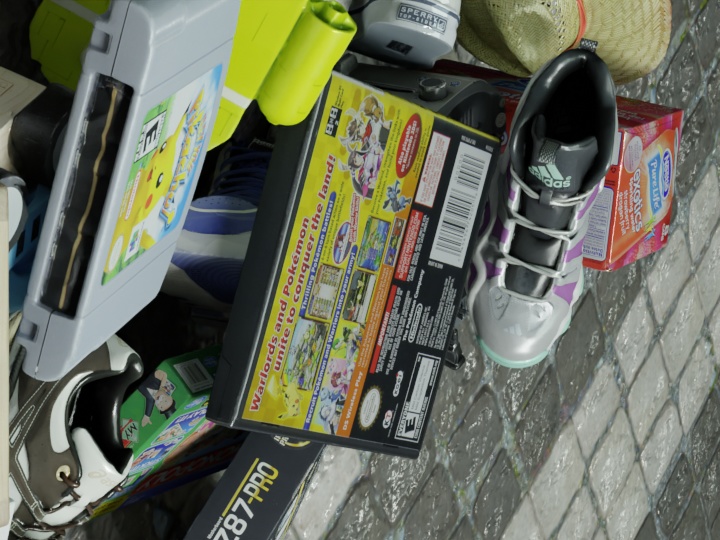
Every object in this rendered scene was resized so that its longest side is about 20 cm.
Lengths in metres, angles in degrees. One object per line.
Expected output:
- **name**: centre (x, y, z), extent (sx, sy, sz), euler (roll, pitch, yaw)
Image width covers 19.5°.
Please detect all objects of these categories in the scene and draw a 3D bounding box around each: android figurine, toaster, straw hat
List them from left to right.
- **android figurine**: centre (-0.097, -0.141, 1.092), extent (0.200, 0.181, 0.041), euler (-56, -171, 27)
- **toaster**: centre (0.017, -0.041, 1.350), extent (0.114, 0.129, 0.201), euler (-41, 139, -43)
- **straw hat**: centre (0.104, -0.182, 1.406), extent (0.085, 0.200, 0.202), euler (-45, 139, -29)

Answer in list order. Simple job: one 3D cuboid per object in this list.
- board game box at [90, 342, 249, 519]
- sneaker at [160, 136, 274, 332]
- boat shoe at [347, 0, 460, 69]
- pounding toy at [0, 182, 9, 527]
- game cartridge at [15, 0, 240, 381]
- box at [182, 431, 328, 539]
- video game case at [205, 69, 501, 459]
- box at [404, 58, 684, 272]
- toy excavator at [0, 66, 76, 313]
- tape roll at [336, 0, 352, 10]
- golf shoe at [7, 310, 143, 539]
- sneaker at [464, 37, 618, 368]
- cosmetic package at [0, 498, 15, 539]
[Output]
- **board game box**: centre (-0.088, 0.085, 1.256), extent (0.135, 0.029, 0.200), euler (-46, 164, 29)
- **sneaker**: centre (-0.072, -0.033, 1.250), extent (0.199, 0.080, 0.116), euler (73, 26, -76)
- **boat shoe**: centre (0.025, -0.178, 1.295), extent (0.202, 0.074, 0.087), euler (178, -71, -82)
- **pounding toy**: centre (-0.235, 0.041, 0.937), extent (0.142, 0.184, 0.201), euler (-15, 116, -43)
- **game cartridge**: centre (-0.112, -0.055, 1.038), extent (0.133, 0.040, 0.201), euler (-56, 165, -65)
- **box**: centre (-0.083, 0.177, 1.272), extent (0.162, 0.049, 0.200), euler (-60, 177, -29)
- **video game case**: centre (0.000, 0.000, 1.191), extent (0.180, 0.025, 0.201), euler (16, 89, -53)
- **box**: centre (0.109, -0.075, 1.430), extent (0.095, 0.199, 0.100), euler (-20, 119, -54)
- **toy excavator**: centre (-0.180, -0.027, 1.086), extent (0.195, 0.100, 0.201), euler (-50, 155, -39)
- **tape roll**: centre (-0.073, -0.205, 1.195), extent (0.202, 0.071, 0.204), euler (-32, 129, -50)
- **golf shoe**: centre (-0.177, 0.120, 1.132), extent (0.078, 0.094, 0.201), euler (11, 94, -61)
- **sneaker**: centre (0.108, -0.044, 1.255), extent (0.140, 0.077, 0.201), euler (73, 27, -84)
- **cosmetic package**: centre (-0.255, 0.209, 1.037), extent (0.151, 0.052, 0.201), euler (-19, 132, -54)
